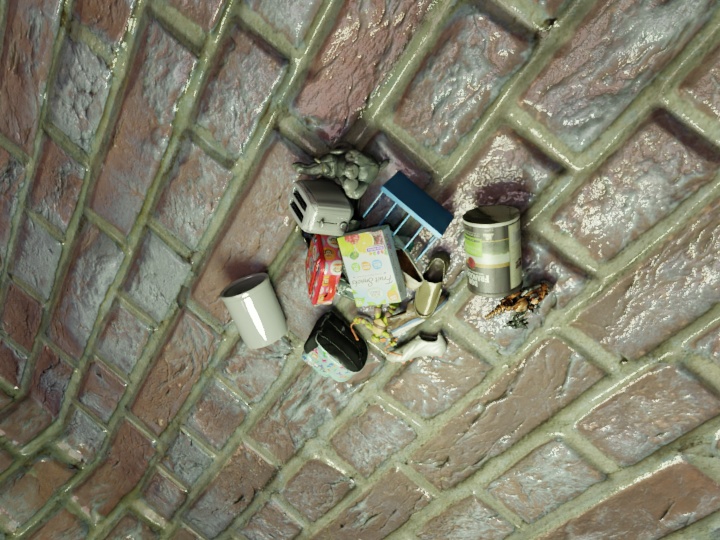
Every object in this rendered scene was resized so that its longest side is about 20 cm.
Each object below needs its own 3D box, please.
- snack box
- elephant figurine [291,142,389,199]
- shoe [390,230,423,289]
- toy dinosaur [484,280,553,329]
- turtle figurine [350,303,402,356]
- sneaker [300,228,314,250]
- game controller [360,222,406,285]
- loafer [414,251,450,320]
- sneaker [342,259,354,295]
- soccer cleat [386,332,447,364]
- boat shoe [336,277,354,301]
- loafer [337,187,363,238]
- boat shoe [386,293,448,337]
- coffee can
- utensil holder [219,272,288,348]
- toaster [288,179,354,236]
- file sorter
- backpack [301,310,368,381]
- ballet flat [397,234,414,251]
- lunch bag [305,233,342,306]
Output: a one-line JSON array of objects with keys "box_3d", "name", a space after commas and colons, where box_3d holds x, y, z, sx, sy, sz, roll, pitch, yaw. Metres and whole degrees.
[{"box_3d": [0.032, -0.010, 1.459, 0.141, 0.053, 0.201, -8, 105, 32], "name": "snack box"}, {"box_3d": [-0.058, -0.290, 1.491, 0.199, 0.155, 0.142, 26, 89, 40], "name": "elephant figurine"}, {"box_3d": [0.108, -0.039, 1.489, 0.070, 0.053, 0.201, -36, 90, -11], "name": "shoe"}, {"box_3d": [0.416, 0.083, 1.449, 0.198, 0.103, 0.136, -3, 148, -7], "name": "toy dinosaur"}, {"box_3d": [0.070, 0.168, 1.693, 0.199, 0.064, 0.162, 29, 114, 26], "name": "turtle figurine"}, {"box_3d": [-0.150, -0.149, 1.624, 0.070, 0.078, 0.201, -6, 112, 27], "name": "sneaker"}, {"box_3d": [0.065, -0.033, 1.531, 0.104, 0.042, 0.202, -15, 88, -10], "name": "game controller"}, {"box_3d": [0.195, 0.042, 1.533, 0.076, 0.067, 0.202, 16, 94, 18], "name": "loafer"}, {"box_3d": [-0.001, 0.001, 1.608, 0.076, 0.146, 0.204, -17, 89, 12], "name": "sneaker"}, {"box_3d": [0.170, 0.238, 1.688, 0.199, 0.069, 0.078, -12, 105, 21], "name": "soccer cleat"}, {"box_3d": [-0.068, 0.053, 1.699, 0.199, 0.062, 0.073, 28, 123, 9], "name": "boat shoe"}, {"box_3d": [-0.027, -0.142, 1.578, 0.070, 0.068, 0.202, 12, 116, 30], "name": "loafer"}, {"box_3d": [0.164, 0.118, 1.601, 0.199, 0.072, 0.073, -33, 89, 9], "name": "boat shoe"}, {"box_3d": [0.344, -0.052, 1.413, 0.145, 0.146, 0.201, 1, 115, 23], "name": "coffee can"}, {"box_3d": [-0.348, 0.133, 1.806, 0.169, 0.170, 0.201, -10, 114, 28], "name": "utensil holder"}, {"box_3d": [-0.116, -0.182, 1.507, 0.200, 0.128, 0.114, 58, 136, 40], "name": "toaster"}, {"box_3d": [0.127, -0.143, 1.468, 0.200, 0.139, 0.123, 39, 125, 1], "name": "file sorter"}, {"box_3d": [-0.077, 0.254, 1.739, 0.200, 0.178, 0.151, 37, 128, -9], "name": "backpack"}, {"box_3d": [0.095, -0.016, 1.595, 0.067, 0.068, 0.201, 27, 113, 14], "name": "ballet flat"}, {"box_3d": [-0.104, 0.005, 1.563, 0.081, 0.177, 0.201, -1, 141, -17], "name": "lunch bag"}]
